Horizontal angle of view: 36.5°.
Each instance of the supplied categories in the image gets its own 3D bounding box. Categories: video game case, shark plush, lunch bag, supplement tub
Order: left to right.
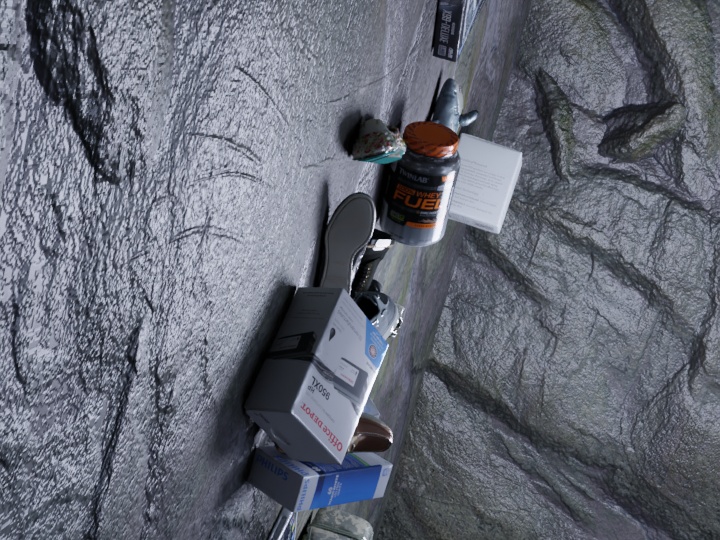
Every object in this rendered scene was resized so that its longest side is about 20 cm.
[{"bbox_3d":[-0.157,0.529,1.943,0.182,0.023,0.200,-62,165,-46],"label":"video game case"},{"bbox_3d":[-0.066,0.612,2.245,0.168,0.139,0.200,-58,162,-57],"label":"lunch bag"},{"bbox_3d":[0.107,-0.153,1.929,0.123,0.122,0.200,-58,162,-55],"label":"supplement tub"},{"bbox_3d":[0.145,-0.286,2.195,0.200,0.091,0.083,-52,150,2],"label":"shark plush"}]

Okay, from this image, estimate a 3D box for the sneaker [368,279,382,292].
[{"bbox_3d":[0.000,0.087,1.934,0.091,0.066,0.200,-62,170,-58],"label":"sneaker"}]

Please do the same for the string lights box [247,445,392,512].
[{"bbox_3d":[-0.058,0.300,1.621,0.200,0.103,0.059,4,106,-49],"label":"string lights box"}]

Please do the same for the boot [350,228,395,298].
[{"bbox_3d":[0.000,0.000,1.763,0.200,0.077,0.139,-4,116,-78],"label":"boot"}]

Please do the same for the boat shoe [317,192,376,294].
[{"bbox_3d":[-0.024,-0.038,1.603,0.057,0.067,0.200,-87,-169,-56],"label":"boat shoe"}]

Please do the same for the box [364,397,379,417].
[{"bbox_3d":[-0.028,0.270,1.894,0.156,0.041,0.200,-123,-146,-44],"label":"box"}]

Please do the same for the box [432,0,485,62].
[{"bbox_3d":[0.189,-0.505,1.988,0.158,0.050,0.200,94,16,-51],"label":"box"}]

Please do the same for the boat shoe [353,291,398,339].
[{"bbox_3d":[0.015,0.071,1.736,0.201,0.070,0.072,-62,146,-64],"label":"boat shoe"}]

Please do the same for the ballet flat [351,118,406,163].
[{"bbox_3d":[0.023,-0.192,1.613,0.200,0.076,0.064,-30,106,-82],"label":"ballet flat"}]

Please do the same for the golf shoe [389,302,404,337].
[{"bbox_3d":[0.032,0.115,2.087,0.200,0.088,0.077,94,15,-58],"label":"golf shoe"}]

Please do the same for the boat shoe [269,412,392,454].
[{"bbox_3d":[-0.044,0.248,1.587,0.072,0.200,0.076,-103,-148,-42],"label":"boat shoe"}]

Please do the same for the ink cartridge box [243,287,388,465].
[{"bbox_3d":[-0.056,0.144,1.494,0.145,0.084,0.200,52,50,-41],"label":"ink cartridge box"}]

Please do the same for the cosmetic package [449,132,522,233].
[{"bbox_3d":[0.307,-0.219,2.793,0.167,0.166,0.200,36,72,-80],"label":"cosmetic package"}]
